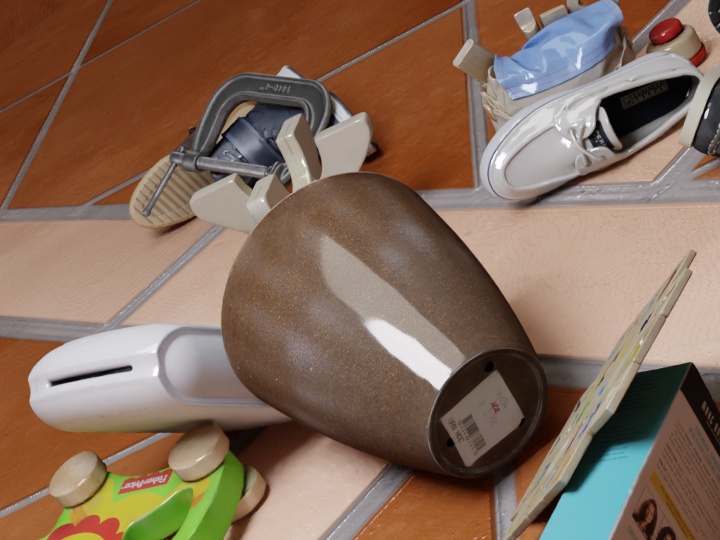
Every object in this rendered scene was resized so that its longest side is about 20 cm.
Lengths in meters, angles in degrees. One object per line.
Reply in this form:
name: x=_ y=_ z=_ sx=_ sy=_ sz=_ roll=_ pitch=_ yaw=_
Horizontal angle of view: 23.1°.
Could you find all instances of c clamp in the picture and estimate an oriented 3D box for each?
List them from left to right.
c clamp: x=-0.117 y=-0.124 z=1.783 sx=0.199 sy=0.027 sz=0.171 roll=4 pitch=66 yaw=40

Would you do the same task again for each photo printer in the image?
photo printer: x=-0.135 y=0.083 z=1.321 sx=0.166 sy=0.070 sz=0.200 roll=-13 pitch=-13 yaw=41

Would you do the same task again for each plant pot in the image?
plant pot: x=0.032 y=0.055 z=1.192 sx=0.187 sy=0.187 sz=0.200 roll=-37 pitch=37 yaw=-12

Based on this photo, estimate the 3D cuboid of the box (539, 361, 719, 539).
box: x=0.145 y=0.145 z=0.942 sx=0.049 sy=0.082 sz=0.200 roll=-14 pitch=28 yaw=39

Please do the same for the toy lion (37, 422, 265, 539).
toy lion: x=-0.185 y=0.214 z=1.280 sx=0.199 sy=0.069 sz=0.192 roll=-17 pitch=34 yaw=34

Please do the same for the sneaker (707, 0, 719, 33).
sneaker: x=0.388 y=-0.275 z=1.515 sx=0.199 sy=0.076 sz=0.088 roll=-25 pitch=17 yaw=18

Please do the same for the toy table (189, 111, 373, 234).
toy table: x=-0.047 y=-0.053 z=1.570 sx=0.183 sy=0.117 sz=0.200 roll=-28 pitch=21 yaw=9

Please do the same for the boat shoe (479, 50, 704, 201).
boat shoe: x=0.193 y=-0.114 z=1.446 sx=0.199 sy=0.072 sz=0.066 roll=-25 pitch=17 yaw=-3

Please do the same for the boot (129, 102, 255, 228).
boot: x=-0.191 y=-0.112 z=1.981 sx=0.200 sy=0.072 sz=0.166 roll=-41 pitch=11 yaw=-17

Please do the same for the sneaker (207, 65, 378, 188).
sneaker: x=-0.074 y=-0.121 z=1.812 sx=0.146 sy=0.077 sz=0.202 roll=-45 pitch=33 yaw=-6

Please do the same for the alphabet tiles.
alphabet tiles: x=0.137 y=0.078 z=1.025 sx=0.167 sy=0.006 sz=0.200 roll=-55 pitch=-5 yaw=-27

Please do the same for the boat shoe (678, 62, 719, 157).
boat shoe: x=0.308 y=-0.141 z=1.372 sx=0.067 sy=0.072 sz=0.200 roll=20 pitch=37 yaw=17

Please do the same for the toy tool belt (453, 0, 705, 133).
toy tool belt: x=0.189 y=-0.188 z=1.526 sx=0.200 sy=0.123 sz=0.125 roll=-31 pitch=22 yaw=2
